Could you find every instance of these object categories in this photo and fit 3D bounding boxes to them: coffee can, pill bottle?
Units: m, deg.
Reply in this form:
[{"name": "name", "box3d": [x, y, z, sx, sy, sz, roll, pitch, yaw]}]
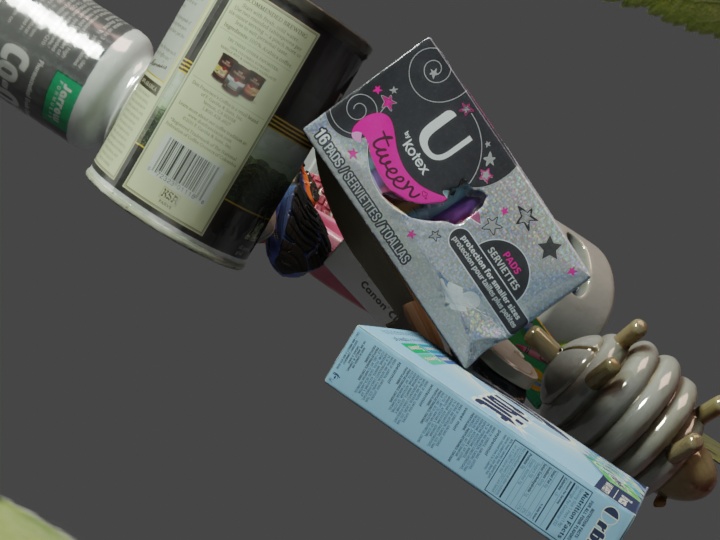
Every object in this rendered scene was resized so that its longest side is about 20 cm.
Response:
[{"name": "coffee can", "box3d": [-0.102, -0.125, 1.018, 0.145, 0.202, 0.146, 32, 5, -3]}, {"name": "pill bottle", "box3d": [-0.248, -0.176, 1.119, 0.198, 0.114, 0.113, 32, 5, 3]}]

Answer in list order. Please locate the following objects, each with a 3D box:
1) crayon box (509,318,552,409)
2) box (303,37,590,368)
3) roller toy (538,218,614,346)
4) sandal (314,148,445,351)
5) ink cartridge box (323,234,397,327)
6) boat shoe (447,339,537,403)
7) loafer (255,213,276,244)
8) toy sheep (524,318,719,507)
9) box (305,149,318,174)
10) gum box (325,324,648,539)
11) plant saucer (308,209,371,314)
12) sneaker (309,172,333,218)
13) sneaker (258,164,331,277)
[{"name": "crayon box", "box3d": [0.143, 0.045, 1.347, 0.201, 0.058, 0.119, 53, 5, 9]}, {"name": "box", "box3d": [0.064, -0.049, 0.949, 0.201, 0.114, 0.132, 55, 4, 1]}, {"name": "roller toy", "box3d": [0.221, 0.024, 1.698, 0.139, 0.184, 0.200, 27, 7, -37]}, {"name": "sandal", "box3d": [0.035, -0.021, 1.061, 0.214, 0.069, 0.078, 66, -19, 6]}, {"name": "ink cartridge box", "box3d": [0.045, -0.005, 1.189, 0.117, 0.068, 0.200, 46, 30, 3]}, {"name": "boat shoe", "box3d": [0.102, 0.082, 1.096, 0.074, 0.062, 0.200, 33, 7, -11]}, {"name": "loafer", "box3d": [-0.127, -0.101, 1.160, 0.070, 0.069, 0.201, 75, -12, -49]}, {"name": "toy sheep", "box3d": [0.217, 0.115, 1.093, 0.200, 0.138, 0.138, 46, 6, 4]}, {"name": "box", "box3d": [-0.036, -0.135, 2.090, 0.199, 0.107, 0.152, 29, 6, -32]}, {"name": "gum box", "box3d": [0.088, 0.108, 0.849, 0.199, 0.045, 0.170, 34, 5, 15]}, {"name": "plant saucer", "box3d": [0.000, 0.000, 1.326, 0.199, 0.051, 0.201, 33, 5, -3]}, {"name": "sneaker", "box3d": [-0.025, -0.037, 1.459, 0.199, 0.082, 0.074, 33, -21, -25]}, {"name": "sneaker", "box3d": [-0.077, -0.046, 1.211, 0.076, 0.078, 0.201, 59, 9, -26]}]
